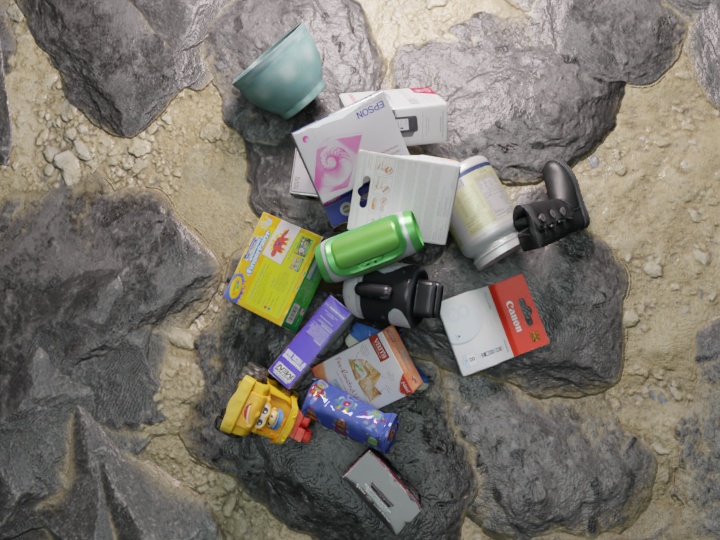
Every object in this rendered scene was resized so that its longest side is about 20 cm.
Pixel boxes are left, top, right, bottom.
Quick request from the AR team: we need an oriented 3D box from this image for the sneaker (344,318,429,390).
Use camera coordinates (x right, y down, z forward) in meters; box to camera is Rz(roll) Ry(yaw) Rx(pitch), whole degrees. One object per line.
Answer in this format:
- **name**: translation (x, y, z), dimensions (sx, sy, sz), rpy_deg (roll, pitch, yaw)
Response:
- **sneaker**: translation (0.075, 0.155, 1.598), dimensions (0.199, 0.077, 0.112), rpy_deg (33, 99, 14)

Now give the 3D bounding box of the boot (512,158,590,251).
- **boot**: translation (0.372, -0.136, 1.569), dimensions (0.198, 0.066, 0.167), rpy_deg (-20, 79, -38)

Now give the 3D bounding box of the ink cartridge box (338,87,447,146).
- **ink cartridge box**: translation (0.063, -0.311, 1.571), dimensions (0.197, 0.146, 0.085), rpy_deg (-7, 118, -8)

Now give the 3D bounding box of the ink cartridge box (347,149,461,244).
- **ink cartridge box**: translation (0.083, -0.143, 1.492), dimensions (0.197, 0.050, 0.165), rpy_deg (9, 110, 0)

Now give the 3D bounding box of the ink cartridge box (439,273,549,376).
- **ink cartridge box**: translation (0.276, 0.112, 1.606), dimensions (0.197, 0.047, 0.162), rpy_deg (-21, 81, 3)

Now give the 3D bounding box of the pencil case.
- **pencil case**: translation (-0.018, 0.283, 1.508), dimensions (0.198, 0.087, 0.079), rpy_deg (21, 127, 20)

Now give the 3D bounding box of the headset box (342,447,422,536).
- **headset box**: translation (0.045, 0.424, 1.505), dimensions (0.077, 0.200, 0.149), rpy_deg (-43, 82, -2)

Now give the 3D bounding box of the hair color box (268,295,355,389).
- **hair color box**: translation (-0.099, 0.151, 1.599), dimensions (0.065, 0.109, 0.201), rpy_deg (38, 86, 8)

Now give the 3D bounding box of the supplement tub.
- **supplement tub**: translation (0.245, -0.117, 1.590), dimensions (0.144, 0.145, 0.202), rpy_deg (-29, 81, 0)

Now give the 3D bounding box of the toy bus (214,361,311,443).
- **toy bus**: translation (-0.180, 0.288, 1.548), dimensions (0.190, 0.200, 0.137), rpy_deg (28, 87, 0)

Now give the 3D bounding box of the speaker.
- **speaker**: translation (0.016, -0.044, 1.459), dimensions (0.198, 0.088, 0.090), rpy_deg (-20, 81, 11)

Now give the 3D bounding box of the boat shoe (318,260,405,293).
- **boat shoe**: translation (0.000, 0.000, 1.639), dimensions (0.197, 0.072, 0.068), rpy_deg (-8, 48, 11)

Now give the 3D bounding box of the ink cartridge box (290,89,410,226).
- **ink cartridge box**: translation (-0.006, -0.212, 1.479), dimensions (0.194, 0.043, 0.202), rpy_deg (-26, 104, -4)

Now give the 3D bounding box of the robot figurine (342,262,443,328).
- **robot figurine**: translation (0.061, 0.042, 1.521), dimensions (0.197, 0.151, 0.126), rpy_deg (9, 52, 24)

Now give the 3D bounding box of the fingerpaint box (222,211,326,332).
- **fingerpaint box**: translation (-0.170, 0.003, 1.619), dimensions (0.165, 0.073, 0.202), rpy_deg (22, 84, 28)

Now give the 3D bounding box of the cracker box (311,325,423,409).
- **cracker box**: translation (0.012, 0.213, 1.556), dimensions (0.199, 0.058, 0.135), rpy_deg (-31, 86, 30)

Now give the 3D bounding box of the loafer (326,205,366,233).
- **loafer**: translation (0.030, -0.089, 1.553), dimensions (0.197, 0.075, 0.071), rpy_deg (-3, 79, 3)

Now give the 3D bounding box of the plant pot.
- **plant pot**: translation (-0.158, -0.412, 1.652), dimensions (0.200, 0.200, 0.135), rpy_deg (-41, 108, -2)

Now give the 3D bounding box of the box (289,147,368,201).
- **box**: translation (-0.038, -0.196, 1.582), dimensions (0.197, 0.060, 0.119), rpy_deg (6, 84, 8)
